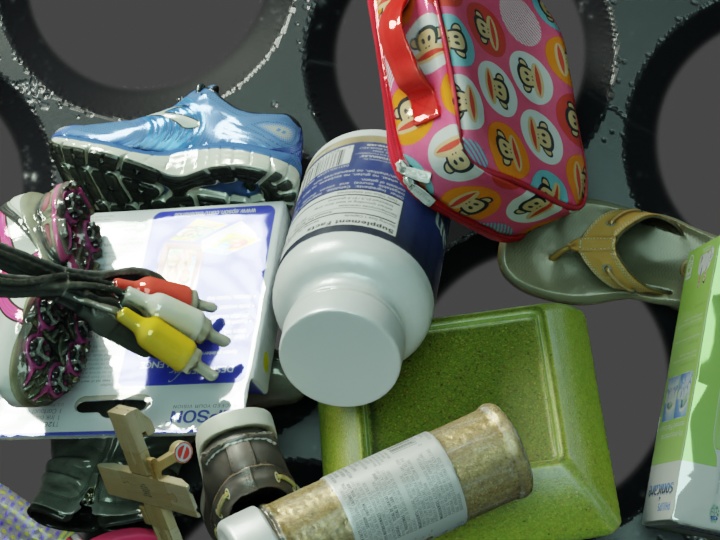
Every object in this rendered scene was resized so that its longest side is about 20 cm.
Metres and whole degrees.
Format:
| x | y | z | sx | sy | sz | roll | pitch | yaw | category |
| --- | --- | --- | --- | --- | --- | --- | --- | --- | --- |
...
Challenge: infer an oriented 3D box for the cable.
| x | y | z | sx | sy | sz | roll | pitch | yaw | category |
| --- | --- | --- | --- | --- | --- | --- | --- | --- | --- |
| -0.178 | 0.007 | 1.512 | 0.050 | 0.200 | 0.097 | -46 | 30 | 28 | cable |

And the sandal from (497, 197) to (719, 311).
| x | y | z | sx | sy | sz | roll | pitch | yaw | category |
| --- | --- | --- | --- | --- | --- | --- | --- | --- | --- |
| 0.199 | -0.009 | 1.633 | 0.199 | 0.054 | 0.081 | 12 | 78 | 7 | sandal |

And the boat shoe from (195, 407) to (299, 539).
| x | y | z | sx | sy | sz | roll | pitch | yaw | category |
| --- | --- | --- | --- | --- | --- | --- | --- | --- | --- |
| -0.070 | 0.164 | 1.535 | 0.072 | 0.200 | 0.060 | -15 | 58 | -6 | boat shoe |

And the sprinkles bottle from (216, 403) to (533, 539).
| x | y | z | sx | sy | sz | roll | pitch | yaw | category |
| --- | --- | --- | --- | --- | --- | --- | --- | --- | --- |
| 0.010 | 0.152 | 1.460 | 0.200 | 0.068 | 0.068 | -23 | 75 | -14 | sprinkles bottle |

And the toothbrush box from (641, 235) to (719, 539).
| x | y | z | sx | sy | sz | roll | pitch | yaw | category |
| --- | --- | --- | --- | --- | --- | --- | --- | --- | --- |
| 0.288 | 0.090 | 1.567 | 0.145 | 0.086 | 0.201 | 11 | 80 | -6 | toothbrush box |

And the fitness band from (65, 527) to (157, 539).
| x | y | z | sx | sy | sz | roll | pitch | yaw | category |
| --- | --- | --- | --- | --- | --- | --- | --- | --- | --- |
| -0.184 | 0.266 | 1.573 | 0.200 | 0.037 | 0.144 | -46 | 114 | -5 | fitness band |

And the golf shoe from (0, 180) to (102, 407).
| x | y | z | sx | sy | sz | roll | pitch | yaw | category |
| --- | --- | --- | --- | --- | --- | --- | --- | --- | --- |
| -0.234 | 0.025 | 1.571 | 0.092 | 0.073 | 0.200 | -16 | 38 | 14 | golf shoe |

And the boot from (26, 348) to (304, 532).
| x | y | z | sx | sy | sz | roll | pitch | yaw | category |
| --- | --- | --- | --- | --- | --- | --- | --- | --- | --- |
| -0.132 | 0.126 | 1.605 | 0.199 | 0.068 | 0.131 | -6 | 57 | 11 | boot |

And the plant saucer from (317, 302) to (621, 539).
| x | y | z | sx | sy | sz | roll | pitch | yaw | category |
| --- | --- | --- | --- | --- | --- | --- | --- | --- | --- |
| 0.068 | 0.100 | 1.577 | 0.199 | 0.048 | 0.200 | -8 | 49 | 3 | plant saucer |

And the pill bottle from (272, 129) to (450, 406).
| x | y | z | sx | sy | sz | roll | pitch | yaw | category |
| --- | --- | --- | --- | --- | --- | --- | --- | --- | --- |
| 0.000 | 0.000 | 1.569 | 0.111 | 0.111 | 0.200 | 6 | 37 | 6 | pill bottle |

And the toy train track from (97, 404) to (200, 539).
| x | y | z | sx | sy | sz | roll | pitch | yaw | category |
| --- | --- | --- | --- | --- | --- | --- | --- | --- | --- |
| -0.116 | 0.176 | 1.516 | 0.032 | 0.115 | 0.200 | -29 | 110 | -31 | toy train track |

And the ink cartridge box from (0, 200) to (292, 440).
| x | y | z | sx | sy | sz | roll | pitch | yaw | category |
| --- | --- | --- | --- | --- | --- | --- | --- | --- | --- |
| -0.155 | 0.044 | 1.600 | 0.197 | 0.047 | 0.200 | -2 | 54 | 15 | ink cartridge box |

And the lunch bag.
| x | y | z | sx | sy | sz | roll | pitch | yaw | category |
| --- | --- | --- | --- | --- | --- | --- | --- | --- | --- |
| 0.074 | -0.131 | 1.598 | 0.082 | 0.176 | 0.200 | -26 | 58 | 33 | lunch bag |

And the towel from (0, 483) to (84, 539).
| x | y | z | sx | sy | sz | roll | pitch | yaw | category |
| --- | --- | --- | --- | --- | --- | --- | --- | --- | --- |
| -0.258 | 0.236 | 1.627 | 0.200 | 0.023 | 0.144 | 35 | 82 | 11 | towel |

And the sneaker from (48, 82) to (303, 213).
| x | y | z | sx | sy | sz | roll | pitch | yaw | category |
| --- | --- | --- | --- | --- | --- | --- | --- | --- | --- |
| -0.133 | -0.087 | 1.677 | 0.199 | 0.079 | 0.089 | 4 | 49 | 15 | sneaker |
